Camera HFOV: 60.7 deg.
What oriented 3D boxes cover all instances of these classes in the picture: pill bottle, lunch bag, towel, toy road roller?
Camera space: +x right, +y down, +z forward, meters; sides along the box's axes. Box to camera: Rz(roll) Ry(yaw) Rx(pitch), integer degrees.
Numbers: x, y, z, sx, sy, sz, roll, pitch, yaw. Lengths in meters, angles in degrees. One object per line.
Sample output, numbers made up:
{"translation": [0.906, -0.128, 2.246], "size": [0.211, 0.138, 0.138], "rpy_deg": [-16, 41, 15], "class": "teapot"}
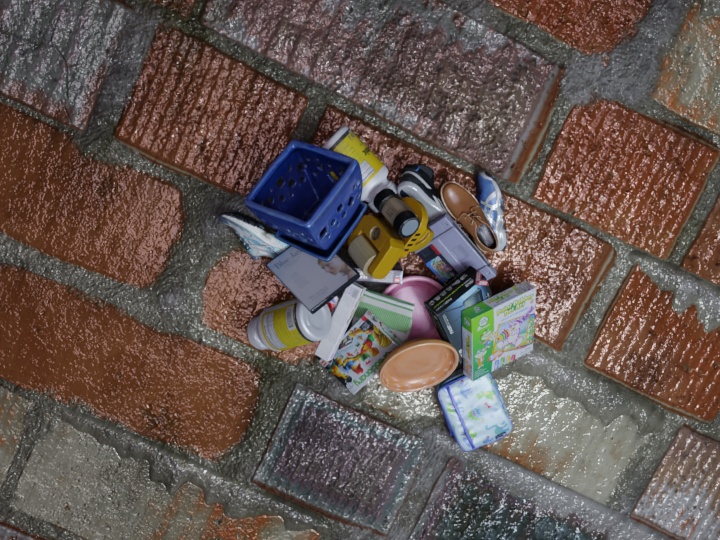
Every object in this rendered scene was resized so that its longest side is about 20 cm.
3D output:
{"translation": [-0.176, 0.130, 1.474], "size": [0.199, 0.111, 0.112], "rpy_deg": [-17, 102, 36], "class": "pill bottle"}
{"translation": [0.289, 0.353, 1.586], "size": [0.159, 0.082, 0.202], "rpy_deg": [-22, 98, 4], "class": "lunch bag"}
{"translation": [-0.005, -0.235, 1.461], "size": [0.111, 0.111, 0.200], "rpy_deg": [-44, 99, 5], "class": "pill bottle"}
{"translation": [0.049, 0.151, 1.520], "size": [0.151, 0.023, 0.202], "rpy_deg": [17, 117, 13], "class": "towel"}
{"translation": [0.080, -0.077, 1.430], "size": [0.145, 0.123, 0.201], "rpy_deg": [16, 118, -46], "class": "toy road roller"}

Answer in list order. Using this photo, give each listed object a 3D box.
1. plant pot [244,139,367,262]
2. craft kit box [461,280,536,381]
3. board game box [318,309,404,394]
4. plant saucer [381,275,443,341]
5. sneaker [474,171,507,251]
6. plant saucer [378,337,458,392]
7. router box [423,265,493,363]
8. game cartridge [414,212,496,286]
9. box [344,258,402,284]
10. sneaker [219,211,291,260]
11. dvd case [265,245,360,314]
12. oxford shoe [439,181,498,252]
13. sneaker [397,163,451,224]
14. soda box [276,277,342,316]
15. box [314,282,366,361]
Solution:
{"translation": [-0.108, -0.147, 1.396], "size": [0.199, 0.180, 0.201], "rpy_deg": [23, 67, 30], "class": "plant pot"}
{"translation": [0.338, 0.148, 1.501], "size": [0.199, 0.048, 0.199], "rpy_deg": [-23, 123, -21], "class": "craft kit box"}
{"translation": [0.001, 0.205, 1.527], "size": [0.126, 0.035, 0.200], "rpy_deg": [42, 120, -1], "class": "board game box"}
{"translation": [0.135, 0.109, 1.553], "size": [0.198, 0.051, 0.203], "rpy_deg": [0, 100, -3], "class": "plant saucer"}
{"translation": [0.307, -0.141, 1.505], "size": [0.076, 0.076, 0.202], "rpy_deg": [-11, 98, -5], "class": "sneaker"}
{"translation": [0.138, 0.225, 1.488], "size": [0.198, 0.038, 0.201], "rpy_deg": [-10, 138, -9], "class": "plant saucer"}
{"translation": [0.254, 0.109, 1.492], "size": [0.149, 0.062, 0.201], "rpy_deg": [-37, 130, -8], "class": "router box"}
{"translation": [0.222, -0.034, 1.503], "size": [0.129, 0.038, 0.200], "rpy_deg": [-34, 108, 32], "class": "game cartridge"}
{"translation": [0.000, 0.000, 1.499], "size": [0.198, 0.110, 0.035], "rpy_deg": [4, 102, -3], "class": "box"}
{"translation": [-0.260, -0.072, 1.496], "size": [0.199, 0.078, 0.087], "rpy_deg": [28, 101, -6], "class": "sneaker"}
{"translation": [-0.112, -0.001, 1.422], "size": [0.142, 0.200, 0.018], "rpy_deg": [-38, 141, -14], "class": "dvd case"}
{"translation": [0.262, -0.129, 1.445], "size": [0.071, 0.071, 0.200], "rpy_deg": [-39, 95, 3], "class": "oxford shoe"}
{"translation": [0.173, -0.183, 1.497], "size": [0.073, 0.113, 0.200], "rpy_deg": [-13, 137, 39], "class": "sneaker"}
{"translation": [-0.111, 0.055, 1.528], "size": [0.200, 0.064, 0.068], "rpy_deg": [40, 97, -7], "class": "soda box"}
{"translation": [-0.048, 0.122, 1.485], "size": [0.041, 0.039, 0.201], "rpy_deg": [27, 100, 14], "class": "box"}
